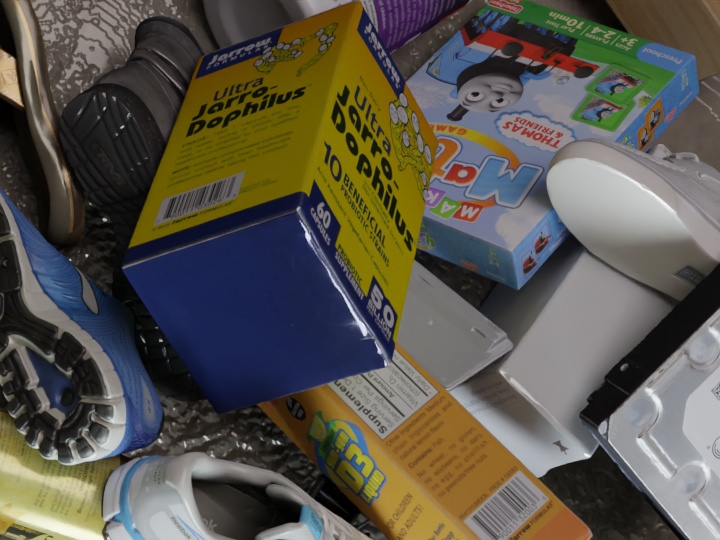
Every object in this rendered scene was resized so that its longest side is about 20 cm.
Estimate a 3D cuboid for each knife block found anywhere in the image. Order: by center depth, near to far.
[{"bbox_3d":[0.168,-0.229,1.480,0.175,0.064,0.201,6,69,-49],"label":"knife block"}]

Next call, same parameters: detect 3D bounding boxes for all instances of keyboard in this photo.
[{"bbox_3d":[0.000,0.000,1.322,0.056,0.011,0.200,-35,57,-26],"label":"keyboard"}]

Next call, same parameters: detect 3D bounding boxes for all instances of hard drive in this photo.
[{"bbox_3d":[0.235,0.061,1.307,0.200,0.038,0.140,-43,117,-5],"label":"hard drive"}]

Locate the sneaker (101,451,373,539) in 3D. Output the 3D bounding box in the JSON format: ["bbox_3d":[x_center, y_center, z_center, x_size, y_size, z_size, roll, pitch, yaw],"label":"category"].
[{"bbox_3d":[-0.035,0.151,1.202,0.199,0.087,0.075,26,59,-24],"label":"sneaker"}]

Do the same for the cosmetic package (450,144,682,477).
[{"bbox_3d":[0.131,0.029,1.379,0.081,0.113,0.200,46,57,-10],"label":"cosmetic package"}]

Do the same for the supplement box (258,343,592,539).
[{"bbox_3d":[0.030,0.106,1.257,0.200,0.067,0.069,45,55,14],"label":"supplement box"}]

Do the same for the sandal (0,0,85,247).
[{"bbox_3d":[-0.204,-0.106,1.284,0.054,0.080,0.201,-15,84,-13],"label":"sandal"}]

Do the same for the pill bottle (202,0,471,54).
[{"bbox_3d":[0.009,-0.192,1.393,0.200,0.111,0.112,-35,90,-31],"label":"pill bottle"}]

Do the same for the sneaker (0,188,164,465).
[{"bbox_3d":[-0.175,0.028,1.240,0.200,0.079,0.089,54,17,24],"label":"sneaker"}]

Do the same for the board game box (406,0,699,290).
[{"bbox_3d":[0.090,-0.084,1.389,0.151,0.037,0.200,23,54,32],"label":"board game box"}]

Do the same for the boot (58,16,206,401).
[{"bbox_3d":[-0.098,-0.038,1.305,0.132,0.069,0.201,-56,137,-60],"label":"boot"}]

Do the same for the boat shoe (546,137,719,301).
[{"bbox_3d":[0.194,-0.031,1.329,0.199,0.072,0.069,28,53,-19],"label":"boat shoe"}]

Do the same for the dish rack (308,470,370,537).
[{"bbox_3d":[0.024,0.214,1.295,0.200,0.055,0.154,40,61,-9],"label":"dish rack"}]

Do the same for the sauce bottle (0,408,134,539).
[{"bbox_3d":[-0.150,0.125,1.231,0.199,0.065,0.065,22,64,-17],"label":"sauce bottle"}]

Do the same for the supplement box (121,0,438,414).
[{"bbox_3d":[-0.038,-0.037,1.230,0.109,0.109,0.200,59,26,-30],"label":"supplement box"}]
